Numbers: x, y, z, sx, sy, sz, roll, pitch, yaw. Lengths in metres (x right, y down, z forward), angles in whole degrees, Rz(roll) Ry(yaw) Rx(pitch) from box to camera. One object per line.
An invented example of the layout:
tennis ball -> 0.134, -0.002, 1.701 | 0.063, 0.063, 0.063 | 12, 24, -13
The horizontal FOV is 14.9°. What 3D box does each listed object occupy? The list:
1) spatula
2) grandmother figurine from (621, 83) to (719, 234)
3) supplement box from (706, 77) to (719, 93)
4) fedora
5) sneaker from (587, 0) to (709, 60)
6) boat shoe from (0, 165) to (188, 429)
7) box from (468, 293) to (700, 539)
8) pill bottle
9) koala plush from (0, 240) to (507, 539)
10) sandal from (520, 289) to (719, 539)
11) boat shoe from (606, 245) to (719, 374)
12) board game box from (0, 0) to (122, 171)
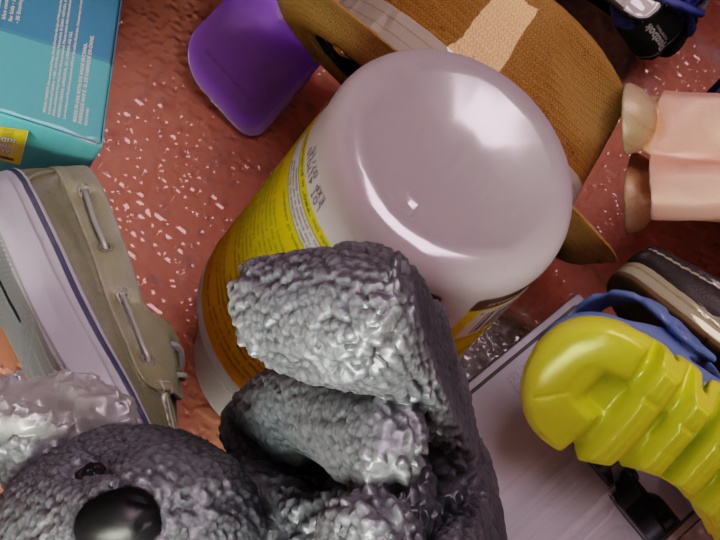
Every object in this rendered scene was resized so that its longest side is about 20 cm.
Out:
spatula -> -0.018, -0.144, 1.329 | 0.057, 0.021, 0.200 | 46, 50, -12
grandmother figurine -> 0.217, -0.043, 1.216 | 0.199, 0.122, 0.061 | 1, 37, 12
supplement box -> 0.280, -0.061, 1.302 | 0.200, 0.200, 0.134 | 44, 12, 1
fedora -> 0.053, -0.088, 1.229 | 0.200, 0.201, 0.082 | 41, 87, -1
sneaker -> 0.170, -0.165, 1.370 | 0.081, 0.198, 0.116 | 35, 53, -63
boat shoe -> -0.105, 0.037, 1.151 | 0.062, 0.072, 0.201 | -18, 70, -24
box -> 0.059, 0.111, 1.201 | 0.200, 0.060, 0.117 | -35, 83, -37
pill bottle -> 0.000, 0.000, 1.146 | 0.109, 0.200, 0.110 | 12, 59, -20
koala plush -> -0.052, 0.101, 1.039 | 0.199, 0.184, 0.178 | -13, 78, 9
sandal -> 0.153, 0.069, 1.192 | 0.200, 0.080, 0.087 | 38, 17, -17
boat shoe -> 0.203, 0.048, 1.238 | 0.200, 0.073, 0.065 | 37, 72, 1
board game box -> -0.205, -0.134, 1.214 | 0.199, 0.047, 0.152 | 16, 56, -18
